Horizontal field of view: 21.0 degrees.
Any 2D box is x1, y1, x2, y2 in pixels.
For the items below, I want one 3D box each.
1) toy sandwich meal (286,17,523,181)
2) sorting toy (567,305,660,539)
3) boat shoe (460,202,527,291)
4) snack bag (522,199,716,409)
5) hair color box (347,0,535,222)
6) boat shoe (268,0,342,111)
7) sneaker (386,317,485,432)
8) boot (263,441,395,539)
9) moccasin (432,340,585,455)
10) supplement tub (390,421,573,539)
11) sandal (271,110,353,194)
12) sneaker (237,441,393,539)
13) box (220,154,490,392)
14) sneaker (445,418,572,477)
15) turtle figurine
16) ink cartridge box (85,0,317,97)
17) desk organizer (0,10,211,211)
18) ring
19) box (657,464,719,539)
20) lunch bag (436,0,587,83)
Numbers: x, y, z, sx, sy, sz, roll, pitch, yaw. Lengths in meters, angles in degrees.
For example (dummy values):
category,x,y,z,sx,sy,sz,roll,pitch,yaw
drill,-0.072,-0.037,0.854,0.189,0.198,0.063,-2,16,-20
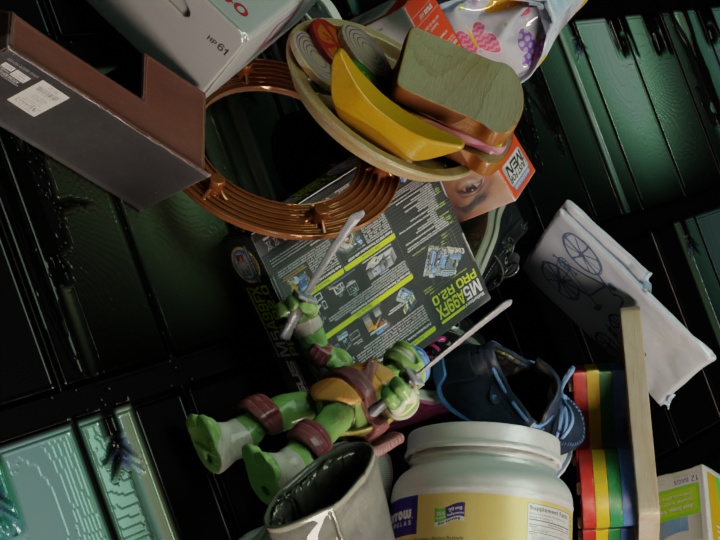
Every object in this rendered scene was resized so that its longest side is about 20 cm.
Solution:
category,x,y,z,sx,sy,sz,roll,pitch,yaw
toy sandwich meal,0.037,-0.148,1.543,0.205,0.070,0.206,25,34,-18
sorting toy,0.228,0.167,1.766,0.199,0.069,0.201,77,10,-60
boat shoe,0.111,-0.010,1.769,0.062,0.074,0.200,51,31,-14
snack bag,0.239,0.033,1.798,0.021,0.189,0.200,-43,82,-17
hair color box,0.056,-0.140,1.729,0.200,0.111,0.064,57,35,-15
boat shoe,-0.021,-0.146,1.656,0.060,0.074,0.201,-21,86,-57
sneaker,0.056,0.081,1.638,0.200,0.074,0.088,-7,78,-61
boot,-0.024,0.244,1.337,0.182,0.072,0.200,-49,140,-33
moccasin,0.139,0.110,1.605,0.200,0.068,0.081,23,49,-51
supplement tub,0.093,0.229,1.510,0.145,0.145,0.201,24,63,-47
sandal,-0.006,-0.047,1.617,0.200,0.075,0.045,61,-11,-14
sneaker,-0.014,0.188,1.457,0.082,0.088,0.200,59,34,-13
box,0.000,0.000,1.557,0.200,0.044,0.161,-35,108,-36
sneaker,0.111,0.155,1.665,0.115,0.080,0.200,56,36,-22
turtle figurine,-0.026,0.069,1.413,0.194,0.200,0.144,-34,73,-32
ink cartridge box,-0.118,-0.238,1.526,0.145,0.085,0.200,43,35,-1
desk organizer,-0.200,-0.128,1.390,0.200,0.072,0.077,33,44,-42
ring,-0.063,-0.101,1.512,0.200,0.019,0.201,12,43,-11
box,0.312,0.303,1.839,0.101,0.112,0.201,31,49,-42
lunch bag,0.117,-0.236,1.790,0.127,0.200,0.170,58,35,-16
